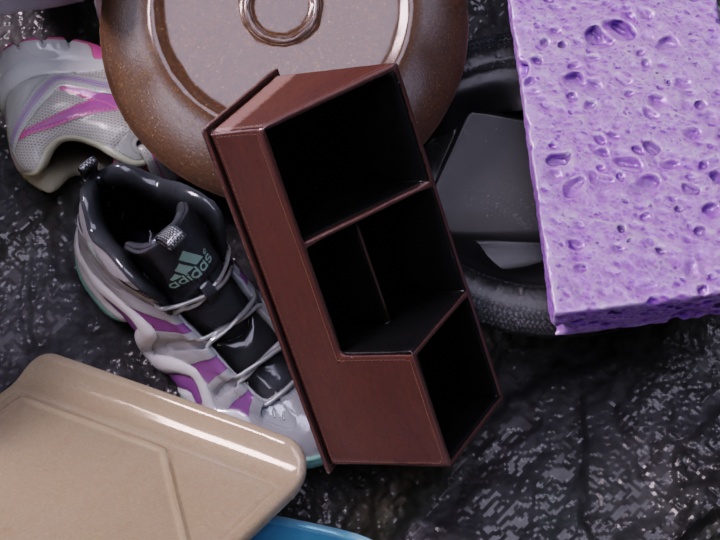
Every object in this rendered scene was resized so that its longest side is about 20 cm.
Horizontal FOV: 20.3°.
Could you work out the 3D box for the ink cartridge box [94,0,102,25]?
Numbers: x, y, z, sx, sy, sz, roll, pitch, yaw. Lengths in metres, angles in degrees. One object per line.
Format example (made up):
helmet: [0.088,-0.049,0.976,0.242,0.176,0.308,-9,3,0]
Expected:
ink cartridge box: [-0.051,-0.174,1.157,0.199,0.115,0.068,-2,66,0]

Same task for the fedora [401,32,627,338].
fedora: [0.099,-0.034,1.106,0.200,0.092,0.201,-2,65,4]

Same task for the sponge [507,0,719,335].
sponge: [0.142,-0.068,1.049,0.111,0.030,0.201,-6,65,2]

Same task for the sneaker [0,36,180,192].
sneaker: [-0.111,-0.084,1.143,0.199,0.081,0.088,-6,67,7]

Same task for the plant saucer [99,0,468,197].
plant saucer: [-0.041,-0.135,1.068,0.200,0.037,0.201,0,79,0]

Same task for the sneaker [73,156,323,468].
sneaker: [-0.082,0.017,1.057,0.200,0.140,0.078,38,70,14]

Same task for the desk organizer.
desk organizer: [0.000,0.000,1.013,0.077,0.200,0.072,-2,28,34]

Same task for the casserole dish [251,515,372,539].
casserole dish: [-0.073,0.170,1.021,0.199,0.039,0.121,10,31,7]

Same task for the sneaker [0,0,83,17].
sneaker: [-0.197,-0.186,1.131,0.073,0.200,0.071,12,111,17]

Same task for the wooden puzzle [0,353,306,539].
wooden puzzle: [-0.152,0.128,1.014,0.185,0.037,0.200,17,38,25]
